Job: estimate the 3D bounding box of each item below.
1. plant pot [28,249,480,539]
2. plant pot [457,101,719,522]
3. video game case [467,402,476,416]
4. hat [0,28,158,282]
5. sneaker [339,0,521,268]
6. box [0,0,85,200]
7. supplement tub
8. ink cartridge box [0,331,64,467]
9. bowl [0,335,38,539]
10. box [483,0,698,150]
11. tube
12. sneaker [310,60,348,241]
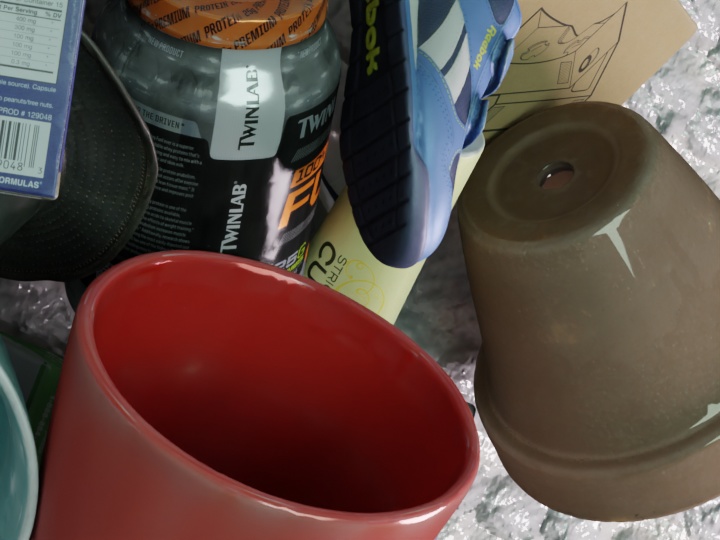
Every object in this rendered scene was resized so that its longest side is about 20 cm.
[{"bbox_3d":[-0.066,0.118,1.192,0.200,0.201,0.178,4,124,-35],"label":"plant pot"},{"bbox_3d":[0.136,0.008,1.393,0.200,0.200,0.175,-45,132,-18],"label":"plant pot"},{"bbox_3d":[-0.007,0.167,1.382,0.200,0.023,0.183,-13,122,-65],"label":"video game case"},{"bbox_3d":[-0.195,-0.055,1.180,0.201,0.200,0.081,61,33,-28],"label":"hat"},{"bbox_3d":[0.039,-0.098,1.233,0.082,0.074,0.201,10,77,-28],"label":"sneaker"},{"bbox_3d":[-0.177,-0.138,1.115,0.121,0.032,0.201,9,89,-8],"label":"box"},{"bbox_3d":[-0.077,-0.063,1.260,0.122,0.123,0.200,-14,133,-31],"label":"supplement tub"},{"bbox_3d":[-0.125,0.134,1.333,0.200,0.084,0.146,23,88,-35],"label":"ink cartridge box"},{"bbox_3d":[-0.239,0.067,1.200,0.200,0.105,0.201,2,113,4],"label":"bowl"},{"bbox_3d":[0.093,-0.112,1.373,0.163,0.021,0.200,-42,154,6],"label":"box"},{"bbox_3d":[0.000,0.000,1.332,0.052,0.058,0.200,-2,135,-39],"label":"tube"},{"bbox_3d":[-0.022,-0.077,1.370,0.080,0.076,0.200,-44,129,-26],"label":"sneaker"}]
